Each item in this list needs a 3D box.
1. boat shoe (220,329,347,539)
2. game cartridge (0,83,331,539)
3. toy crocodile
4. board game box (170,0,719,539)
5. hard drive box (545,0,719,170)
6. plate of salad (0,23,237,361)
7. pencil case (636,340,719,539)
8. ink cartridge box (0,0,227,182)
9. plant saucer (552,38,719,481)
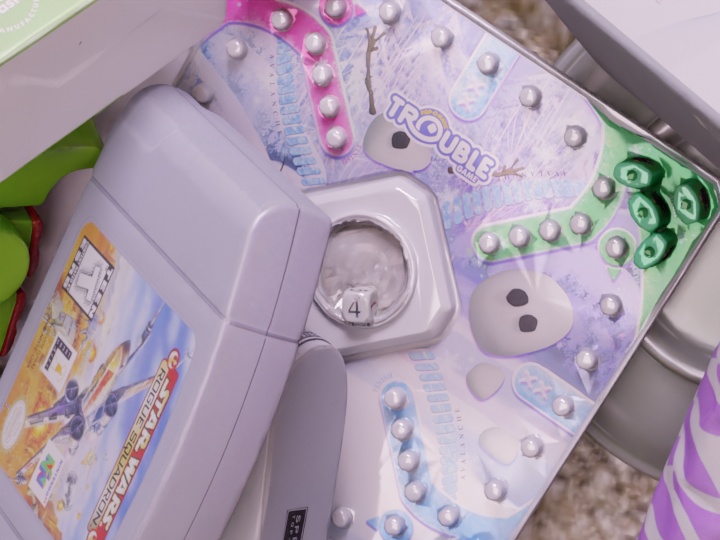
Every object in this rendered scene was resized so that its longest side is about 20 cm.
[{"bbox_3d":[-0.052,0.117,1.013,0.056,0.068,0.202,12,91,31],"label":"boat shoe"},{"bbox_3d":[-0.082,0.048,0.987,0.041,0.133,0.201,18,104,-30],"label":"game cartridge"},{"bbox_3d":[-0.155,0.017,1.061,0.068,0.061,0.201,53,128,43],"label":"toy crocodile"},{"bbox_3d":[0.000,0.000,1.029,0.199,0.026,0.201,35,107,11],"label":"board game box"},{"bbox_3d":[0.160,-0.103,0.923,0.156,0.200,0.077,-45,126,2],"label":"hard drive box"},{"bbox_3d":[-0.119,-0.062,1.091,0.198,0.048,0.202,2,104,9],"label":"plate of salad"},{"bbox_3d":[0.146,0.085,0.980,0.083,0.086,0.201,-3,131,-24],"label":"pencil case"},{"bbox_3d":[-0.153,-0.138,1.004,0.117,0.068,0.200,-38,65,-26],"label":"ink cartridge box"},{"bbox_3d":[0.143,-0.012,1.024,0.198,0.050,0.202,1,95,14],"label":"plant saucer"}]
